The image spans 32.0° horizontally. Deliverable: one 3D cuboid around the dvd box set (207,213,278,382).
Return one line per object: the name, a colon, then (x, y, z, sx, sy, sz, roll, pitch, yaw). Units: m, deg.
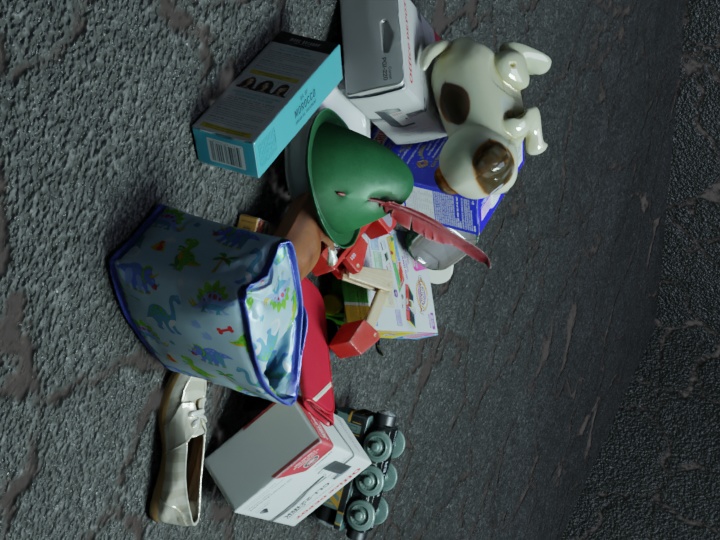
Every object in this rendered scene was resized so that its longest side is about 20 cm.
dvd box set: (-0.132, 0.042, 1.539, 0.146, 0.029, 0.203, 24, 81, -67)

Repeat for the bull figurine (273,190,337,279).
bull figurine: (-0.087, -0.004, 1.497, 0.201, 0.064, 0.122, -57, 152, -35)

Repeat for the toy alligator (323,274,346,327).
toy alligator: (-0.018, 0.041, 1.768, 0.059, 0.054, 0.203, -12, 115, -65)

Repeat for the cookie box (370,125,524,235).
cookie box: (0.107, -0.150, 1.754, 0.172, 0.198, 0.076, -55, 151, -38)

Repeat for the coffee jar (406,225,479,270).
coffee jar: (0.114, -0.102, 1.836, 0.085, 0.104, 0.201, 35, 32, -29)

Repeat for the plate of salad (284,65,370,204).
plate of salad: (-0.047, -0.160, 1.591, 0.199, 0.048, 0.203, -25, 120, -55)

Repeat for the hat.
hat: (0.050, -0.113, 1.513, 0.200, 0.174, 0.168, 49, 41, -56)

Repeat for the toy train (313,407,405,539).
toy train: (-0.006, 0.299, 1.880, 0.085, 0.113, 0.203, 2, 103, -67)

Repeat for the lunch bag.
lunch bag: (-0.150, 0.049, 1.325, 0.128, 0.168, 0.202, -52, 147, -41)

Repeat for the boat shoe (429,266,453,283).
boat shoe: (0.128, -0.078, 2.026, 0.069, 0.071, 0.202, -79, 163, -57)

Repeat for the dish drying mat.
dish drying mat: (-0.061, 0.096, 1.604, 0.077, 0.018, 0.202, 44, 30, -46)

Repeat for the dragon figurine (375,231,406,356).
dragon figurine: (0.050, 0.030, 1.912, 0.201, 0.058, 0.100, -57, 151, -37)

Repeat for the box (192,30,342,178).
box: (-0.101, -0.189, 1.405, 0.201, 0.081, 0.050, -54, 151, -39)

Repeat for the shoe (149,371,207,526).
shoe: (-0.199, 0.200, 1.452, 0.070, 0.053, 0.203, -16, 119, -64)

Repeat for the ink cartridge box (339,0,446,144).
ink cartridge box: (0.047, -0.265, 1.640, 0.200, 0.084, 0.148, 33, 51, -68)

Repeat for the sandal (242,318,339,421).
sandal: (-0.086, 0.120, 1.649, 0.043, 0.075, 0.200, 61, 41, -20)

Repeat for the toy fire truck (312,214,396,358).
toy fire truck: (0.000, 0.000, 1.653, 0.141, 0.048, 0.201, 51, 54, -18)

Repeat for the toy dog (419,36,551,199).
toy dog: (0.157, -0.189, 1.606, 0.193, 0.138, 0.203, 26, 60, -45)

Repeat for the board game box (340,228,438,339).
board game box: (0.039, 0.018, 1.782, 0.199, 0.040, 0.155, 9, 71, -60)

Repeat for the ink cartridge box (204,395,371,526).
ink cartridge box: (-0.089, 0.247, 1.619, 0.144, 0.084, 0.200, -39, 156, 5)
